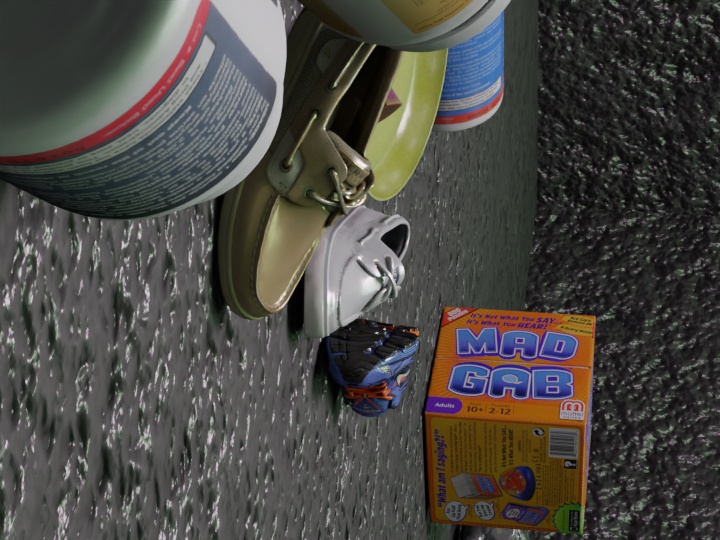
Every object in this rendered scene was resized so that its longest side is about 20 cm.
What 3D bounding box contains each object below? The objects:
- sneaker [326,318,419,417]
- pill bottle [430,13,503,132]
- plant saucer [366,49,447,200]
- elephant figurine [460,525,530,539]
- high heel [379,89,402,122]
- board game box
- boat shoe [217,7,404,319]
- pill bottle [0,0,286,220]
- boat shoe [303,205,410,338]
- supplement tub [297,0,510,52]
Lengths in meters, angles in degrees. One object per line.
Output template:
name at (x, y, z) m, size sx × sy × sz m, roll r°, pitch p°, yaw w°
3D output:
sneaker at (0.013, 0.086, 1.415) m, size 0.200 × 0.075 × 0.079 m, roll -1°, pitch 98°, yaw -79°
pill bottle at (0.075, -0.235, 1.520) m, size 0.113 × 0.111 × 0.201 m, roll -76°, pitch 167°, yaw -45°
plant saucer at (0.025, -0.159, 1.396) m, size 0.200 × 0.031 × 0.201 m, roll 13°, pitch 90°, yaw -71°
elephant figurine at (0.195, 0.444, 2.594) m, size 0.142 × 0.155 × 0.200 m, roll 52°, pitch -11°, yaw 11°
high heel at (-0.038, -0.143, 1.133) m, size 0.096 × 0.067 × 0.200 m, roll 58°, pitch 16°, yaw 8°
board game box at (0.195, 0.191, 2.166) m, size 0.200 × 0.198 × 0.201 m, roll -76°, pitch 166°, yaw -49°
boat shoe at (-0.027, -0.064, 1.006) m, size 0.072 × 0.065 × 0.201 m, roll 32°, pitch 75°, yaw -58°
pill bottle at (-0.089, -0.080, 0.571) m, size 0.200 × 0.119 × 0.120 m, roll 42°, pitch 53°, yaw -78°
boat shoe at (0.000, 0.000, 1.298) m, size 0.200 × 0.068 × 0.073 m, roll -55°, pitch 148°, yaw -73°
supplement tub at (0.004, -0.206, 0.896) m, size 0.200 × 0.144 × 0.146 m, roll 29°, pitch 65°, yaw -65°
